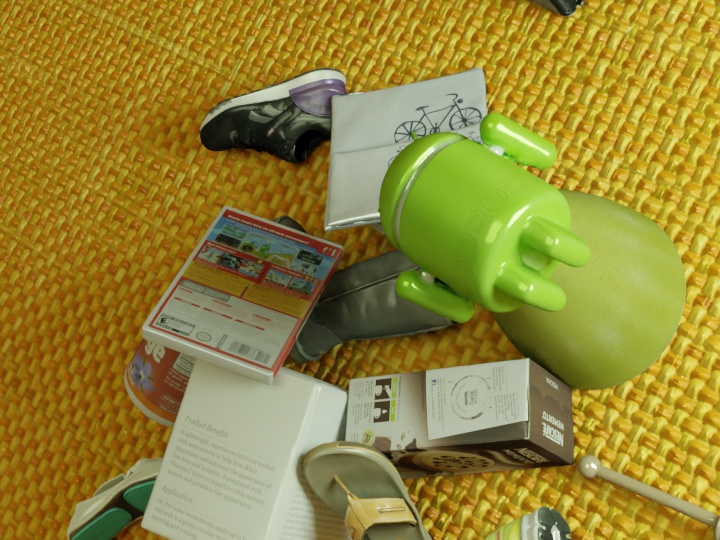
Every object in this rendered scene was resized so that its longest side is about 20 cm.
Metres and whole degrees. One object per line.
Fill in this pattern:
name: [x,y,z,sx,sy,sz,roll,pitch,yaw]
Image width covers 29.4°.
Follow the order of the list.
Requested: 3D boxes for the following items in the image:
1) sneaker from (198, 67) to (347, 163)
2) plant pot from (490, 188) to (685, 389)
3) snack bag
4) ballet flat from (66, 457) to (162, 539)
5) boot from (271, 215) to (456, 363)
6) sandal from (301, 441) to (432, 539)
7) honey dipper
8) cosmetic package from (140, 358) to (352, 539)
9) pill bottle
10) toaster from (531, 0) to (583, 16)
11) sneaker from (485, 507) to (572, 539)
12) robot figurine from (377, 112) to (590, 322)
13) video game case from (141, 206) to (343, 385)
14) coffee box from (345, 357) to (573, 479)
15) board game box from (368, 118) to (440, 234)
sneaker: [-0.103,-0.162,1.596,0.198,0.075,0.089,-18,72,27]
plant pot: [0.184,-0.001,1.283,0.185,0.199,0.190,-11,69,29]
snack bag: [0.052,-0.135,1.462,0.186,0.022,0.202,-10,50,15]
ballet flat: [-0.261,0.254,1.575,0.199,0.069,0.070,-31,61,22]
boot: [0.001,-0.001,1.479,0.198,0.072,0.184,-23,76,31]
sandal: [0.017,0.244,1.324,0.080,0.201,0.054,-28,23,11]
honey dipper: [0.284,0.210,1.254,0.198,0.038,0.038,22,87,38]
cosmetic package: [-0.092,0.203,1.415,0.163,0.164,0.203,16,84,34]
pill bottle: [-0.173,0.069,1.511,0.113,0.111,0.201,52,123,33]
toaster: [0.187,-0.386,1.405,0.118,0.199,0.183,29,91,31]
sneaker: [0.156,0.329,1.273,0.090,0.078,0.203,-19,61,36]
robot figurine: [0.097,-0.042,1.158,0.199,0.115,0.177,34,102,35]
video game case: [-0.117,0.021,1.401,0.141,0.018,0.201,19,46,10]
coffee box: [0.098,0.148,1.341,0.198,0.113,0.081,-10,65,30]
board game box: [0.085,-0.075,1.439,0.199,0.035,0.126,31,68,37]
